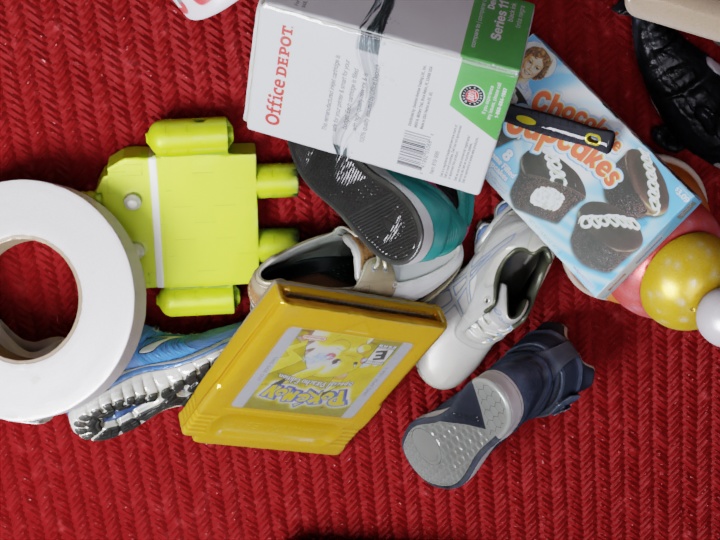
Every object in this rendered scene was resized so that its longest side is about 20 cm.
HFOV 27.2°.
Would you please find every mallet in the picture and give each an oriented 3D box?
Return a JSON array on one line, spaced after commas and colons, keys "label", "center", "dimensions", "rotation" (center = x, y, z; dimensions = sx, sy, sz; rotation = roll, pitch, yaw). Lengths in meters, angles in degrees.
[{"label": "mallet", "center": [0.112, -0.124, 1.240], "dimensions": [0.199, 0.041, 0.066], "rotation": [26, 112, 17]}]

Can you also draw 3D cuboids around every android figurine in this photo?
[{"label": "android figurine", "center": [-0.151, -0.046, 1.294], "dimensions": [0.198, 0.041, 0.184], "rotation": [-2, 114, -7]}]

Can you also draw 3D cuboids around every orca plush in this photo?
[{"label": "orca plush", "center": [0.296, -0.156, 1.274], "dimensions": [0.104, 0.071, 0.201], "rotation": [-23, 114, 4]}]

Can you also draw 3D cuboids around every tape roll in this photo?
[{"label": "tape roll", "center": [-0.279, 0.026, 1.251], "dimensions": [0.201, 0.037, 0.205], "rotation": [0, 90, 9]}]

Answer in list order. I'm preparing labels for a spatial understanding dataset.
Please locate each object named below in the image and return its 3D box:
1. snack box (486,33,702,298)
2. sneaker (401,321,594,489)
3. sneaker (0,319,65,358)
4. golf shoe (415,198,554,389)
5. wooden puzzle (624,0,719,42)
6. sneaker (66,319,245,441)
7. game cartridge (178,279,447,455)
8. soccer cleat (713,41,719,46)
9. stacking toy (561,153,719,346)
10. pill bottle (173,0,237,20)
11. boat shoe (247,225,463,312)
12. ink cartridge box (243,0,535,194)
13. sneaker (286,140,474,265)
[{"label": "snack box", "center": [0.175, -0.088, 1.247], "dimensions": [0.116, 0.037, 0.200], "rotation": [-47, 69, 14]}, {"label": "sneaker", "center": [0.131, 0.124, 1.378], "dimensions": [0.077, 0.146, 0.202], "rotation": [54, 144, 6]}, {"label": "sneaker", "center": [-0.358, 0.066, 1.314], "dimensions": [0.198, 0.075, 0.089], "rotation": [15, 99, -18]}, {"label": "golf shoe", "center": [0.109, 0.033, 1.325], "dimensions": [0.078, 0.097, 0.201], "rotation": [21, 112, -16]}, {"label": "wooden puzzle", "center": [0.305, -0.276, 1.200], "dimensions": [0.183, 0.037, 0.202], "rotation": [14, 75, -11]}, {"label": "sneaker", "center": [-0.173, 0.074, 1.320], "dimensions": [0.199, 0.090, 0.079], "rotation": [-18, 150, -21]}, {"label": "game cartridge", "center": [-0.045, 0.092, 1.307], "dimensions": [0.175, 0.033, 0.200], "rotation": [9, 133, -33]}, {"label": "soccer cleat", "center": [0.370, -0.216, 1.258], "dimensions": [0.199, 0.070, 0.087], "rotation": [16, 89, -23]}, {"label": "stacking toy", "center": [0.268, 0.004, 1.260], "dimensions": [0.145, 0.200, 0.147], "rotation": [-9, 123, -15]}, {"label": "pill bottle", "center": [-0.149, -0.303, 1.140], "dimensions": [0.114, 0.114, 0.200], "rotation": [-35, 113, 10]}, {"label": "boat shoe", "center": [0.000, 0.000, 1.289], "dimensions": [0.198, 0.075, 0.069], "rotation": [-19, 150, -13]}, {"label": "ink cartridge box", "center": [0.019, -0.157, 1.149], "dimensions": [0.198, 0.084, 0.147], "rotation": [16, 144, 0]}, {"label": "sneaker", "center": [0.027, -0.084, 1.257], "dimensions": [0.120, 0.200, 0.084], "rotation": [0, 136, -49]}]
